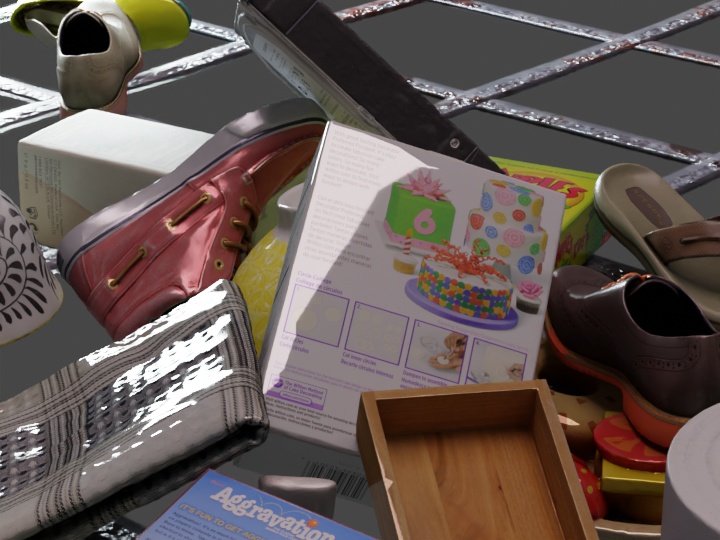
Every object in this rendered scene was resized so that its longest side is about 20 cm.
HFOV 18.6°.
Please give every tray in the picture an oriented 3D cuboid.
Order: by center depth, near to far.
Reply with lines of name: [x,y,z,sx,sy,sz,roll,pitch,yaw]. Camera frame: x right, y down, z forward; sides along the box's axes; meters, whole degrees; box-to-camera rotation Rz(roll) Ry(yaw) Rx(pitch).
tray: [0.064,0.139,1.066,0.098,0.037,0.201,-3,44,-12]

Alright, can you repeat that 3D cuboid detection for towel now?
towel: [-0.145,0.084,1.166,0.199,0.035,0.193,-29,23,5]

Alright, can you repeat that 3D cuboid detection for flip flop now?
flip flop: [0.232,-0.020,1.487,0.081,0.058,0.200,-10,43,-32]

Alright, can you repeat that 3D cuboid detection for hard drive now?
hard drive: [0.002,-0.109,1.415,0.200,0.038,0.140,42,-5,-2]

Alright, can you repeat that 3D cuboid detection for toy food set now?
toy food set: [0.162,0.097,1.244,0.196,0.049,0.200,3,22,5]

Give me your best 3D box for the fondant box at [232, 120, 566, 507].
fondant box: [0.024,0.030,1.209,0.143,0.058,0.201,17,59,-5]

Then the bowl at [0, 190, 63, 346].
bowl: [-0.297,-0.022,1.449,0.199,0.095,0.201,2,23,-1]

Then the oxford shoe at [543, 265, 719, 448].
oxford shoe: [0.159,0.029,1.249,0.071,0.073,0.200,-7,24,-20]

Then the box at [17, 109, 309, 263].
box: [-0.134,-0.050,1.548,0.199,0.078,0.095,14,26,28]

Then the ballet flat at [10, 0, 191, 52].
ballet flat: [-0.243,-0.224,2.008,0.199,0.067,0.067,15,47,36]

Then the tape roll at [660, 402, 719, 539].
tape roll: [0.232,0.153,0.990,0.201,0.140,0.203,1,23,0]

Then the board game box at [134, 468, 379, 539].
board game box: [-0.018,0.157,0.997,0.199,0.020,0.103,20,42,28]

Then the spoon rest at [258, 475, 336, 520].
spoon rest: [-0.042,0.182,1.032,0.099,0.061,0.200,3,36,7]

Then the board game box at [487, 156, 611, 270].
board game box: [0.099,-0.022,1.532,0.101,0.048,0.200,10,24,22]

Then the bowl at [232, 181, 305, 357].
bowl: [0.000,0.000,1.333,0.199,0.108,0.200,-12,16,3]

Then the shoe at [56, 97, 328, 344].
shoe: [-0.089,-0.024,1.405,0.199,0.072,0.091,-32,65,-9]

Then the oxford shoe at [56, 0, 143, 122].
oxford shoe: [-0.223,-0.195,1.868,0.070,0.074,0.200,-6,32,-3]
